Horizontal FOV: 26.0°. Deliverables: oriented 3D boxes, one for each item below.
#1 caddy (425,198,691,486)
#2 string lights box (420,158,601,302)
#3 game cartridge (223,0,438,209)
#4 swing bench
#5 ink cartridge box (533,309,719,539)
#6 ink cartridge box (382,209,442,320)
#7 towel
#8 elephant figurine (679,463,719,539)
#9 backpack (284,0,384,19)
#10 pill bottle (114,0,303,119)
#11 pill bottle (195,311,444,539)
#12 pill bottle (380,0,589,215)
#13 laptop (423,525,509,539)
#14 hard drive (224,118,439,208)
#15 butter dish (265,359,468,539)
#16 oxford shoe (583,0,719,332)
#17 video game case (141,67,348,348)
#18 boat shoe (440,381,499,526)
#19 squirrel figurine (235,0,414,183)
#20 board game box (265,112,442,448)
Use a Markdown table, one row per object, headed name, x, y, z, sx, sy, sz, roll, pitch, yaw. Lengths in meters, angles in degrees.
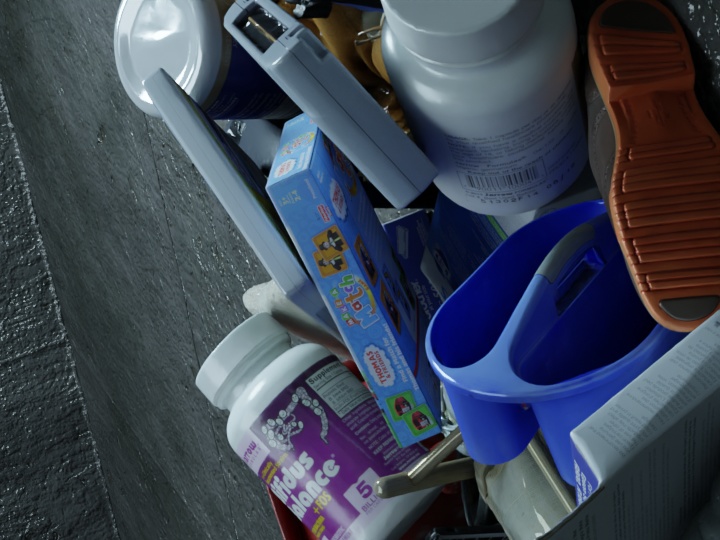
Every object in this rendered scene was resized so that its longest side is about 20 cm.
| name | x | y | z | sx | sy | sz | roll | pitch | yaw |
| --- | --- | --- | --- | --- | --- | --- | --- | --- | --- |
| caddy | 0.126 | 0.029 | 0.892 | 0.140 | 0.200 | 0.106 | 7 | 128 | 39 |
| string lights box | 0.101 | -0.029 | 1.095 | 0.103 | 0.058 | 0.201 | 60 | 158 | 28 |
| game cartridge | -0.018 | -0.104 | 0.955 | 0.133 | 0.041 | 0.200 | 50 | -179 | -21 |
| swing bench | 0.145 | 0.191 | 1.042 | 0.130 | 0.199 | 0.200 | -43 | 61 | 22 |
| ink cartridge box | 0.160 | 0.128 | 0.832 | 0.041 | 0.199 | 0.201 | 38 | 154 | 36 |
| ink cartridge box | 0.021 | 0.010 | 1.367 | 0.095 | 0.044 | 0.200 | 69 | 160 | 0 |
| towel | 0.009 | 0.051 | 1.268 | 0.035 | 0.198 | 0.132 | -69 | 15 | -15 |
| elephant figurine | 0.267 | 0.162 | 0.773 | 0.200 | 0.155 | 0.142 | 40 | 102 | 37 |
| backpack | 0.011 | -0.269 | 0.950 | 0.147 | 0.181 | 0.201 | -52 | 54 | 40 |
| pill bottle | -0.084 | -0.176 | 1.217 | 0.115 | 0.199 | 0.117 | 6 | 99 | 42 |
| pill bottle | -0.035 | 0.131 | 1.231 | 0.200 | 0.112 | 0.113 | 44 | 153 | 13 |
| pill bottle | 0.073 | -0.124 | 0.911 | 0.115 | 0.114 | 0.200 | 60 | 180 | 27 |
| laptop | 0.069 | 0.281 | 1.225 | 0.188 | 0.197 | 0.117 | 115 | 152 | -63 |
| hard drive | -0.021 | -0.096 | 1.264 | 0.200 | 0.133 | 0.043 | 37 | 122 | 57 |
| butter dish | 0.032 | 0.176 | 1.345 | 0.147 | 0.199 | 0.202 | -14 | 96 | 47 |
| oxford shoe | 0.164 | -0.051 | 0.862 | 0.073 | 0.070 | 0.202 | 95 | 172 | -63 |
| video game case | -0.067 | -0.035 | 1.110 | 0.201 | 0.022 | 0.182 | 55 | -176 | 24 |
| boat shoe | 0.089 | 0.134 | 1.197 | 0.075 | 0.064 | 0.203 | 60 | 176 | 41 |
| squirrel figurine | 0.030 | -0.154 | 1.110 | 0.186 | 0.141 | 0.201 | 36 | 157 | 41 |
| board game box | 0.000 | 0.000 | 1.067 | 0.152 | 0.036 | 0.202 | -83 | -31 | -69 |
